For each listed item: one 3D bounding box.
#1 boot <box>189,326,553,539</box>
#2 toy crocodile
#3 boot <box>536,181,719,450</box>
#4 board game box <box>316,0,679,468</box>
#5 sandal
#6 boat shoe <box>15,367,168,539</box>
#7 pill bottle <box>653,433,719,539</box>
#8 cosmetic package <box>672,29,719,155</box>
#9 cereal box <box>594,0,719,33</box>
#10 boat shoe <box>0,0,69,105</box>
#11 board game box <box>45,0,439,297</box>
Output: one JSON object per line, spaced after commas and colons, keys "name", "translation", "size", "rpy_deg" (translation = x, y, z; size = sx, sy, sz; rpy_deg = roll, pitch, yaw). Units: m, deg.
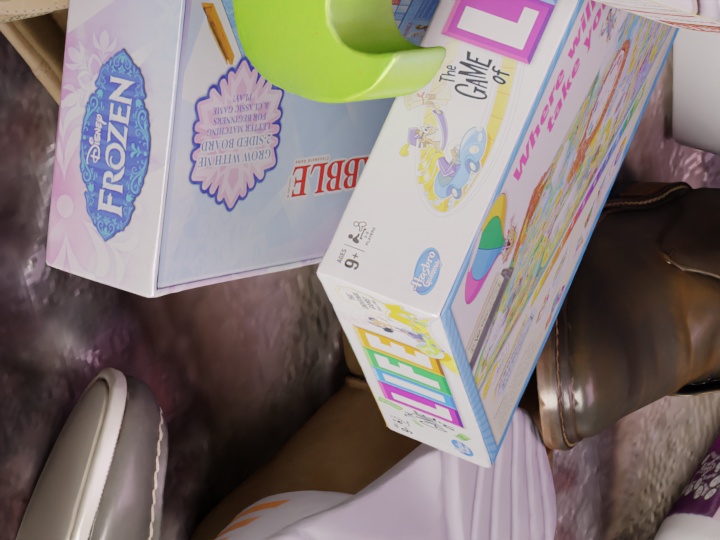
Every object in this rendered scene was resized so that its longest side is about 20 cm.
{"name": "boot", "translation": [0.000, 0.000, 0.875], "size": [0.175, 0.066, 0.201], "rpy_deg": [-29, 124, -46]}
{"name": "toy crocodile", "translation": [0.006, -0.140, 0.646], "size": [0.067, 0.061, 0.201], "rpy_deg": [11, 94, -55]}
{"name": "boot", "translation": [0.122, 0.010, 0.934], "size": [0.200, 0.096, 0.075], "rpy_deg": [-45, 133, -63]}
{"name": "board game box", "translation": [0.053, -0.060, 0.733], "size": [0.135, 0.034, 0.201], "rpy_deg": [68, 44, -68]}
{"name": "sandal", "translation": [-0.009, 0.101, 0.815], "size": [0.206, 0.059, 0.080], "rpy_deg": [-29, 107, -53]}
{"name": "boat shoe", "translation": [-0.082, 0.126, 0.814], "size": [0.057, 0.067, 0.201], "rpy_deg": [13, 104, -18]}
{"name": "pill bottle", "translation": [0.186, 0.105, 1.089], "size": [0.200, 0.112, 0.112], "rpy_deg": [-54, 138, -19]}
{"name": "cosmetic package", "translation": [0.171, -0.147, 0.999], "size": [0.101, 0.071, 0.201], "rpy_deg": [-28, 125, -40]}
{"name": "cereal box", "translation": [0.035, -0.143, 0.609], "size": [0.199, 0.039, 0.145], "rpy_deg": [11, 91, -39]}
{"name": "boat shoe", "translation": [-0.090, -0.094, 0.718], "size": [0.065, 0.071, 0.200], "rpy_deg": [-61, 141, -14]}
{"name": "board game box", "translation": [0.001, -0.104, 0.745], "size": [0.199, 0.041, 0.201], "rpy_deg": [-10, 111, -53]}
